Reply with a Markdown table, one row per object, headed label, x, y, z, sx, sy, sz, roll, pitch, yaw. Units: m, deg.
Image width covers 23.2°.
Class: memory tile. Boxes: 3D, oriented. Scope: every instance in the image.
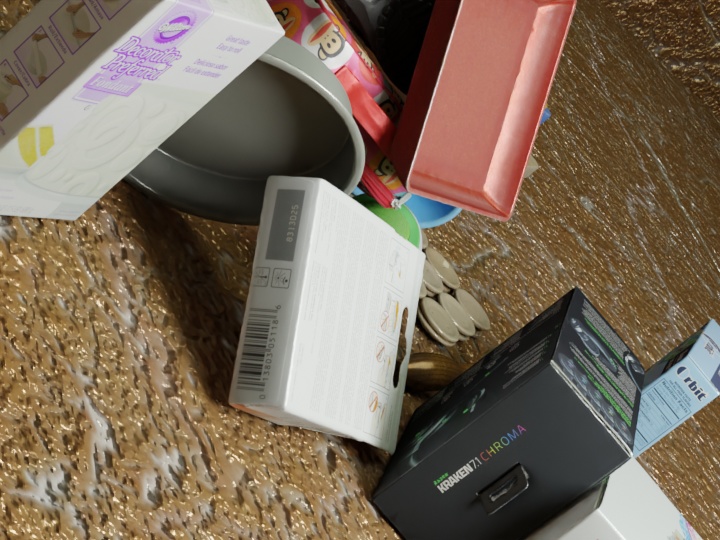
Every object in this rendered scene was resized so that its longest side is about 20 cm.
| label | x | y | z | sx | sy | sz | roll | pitch | yaw |
| --- | --- | --- | --- | --- | --- | --- | --- | --- | --- |
| memory tile | 0.041 | -0.015 | 1.631 | 0.200 | 0.017 | 0.153 | 53 | 19 | 8 |

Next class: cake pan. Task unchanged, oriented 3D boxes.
| label | x | y | z | sx | sy | sz | roll | pitch | yaw |
| --- | --- | --- | --- | --- | --- | --- | --- | --- | --- |
| cake pan | -0.093 | -0.104 | 1.223 | 0.200 | 0.200 | 0.037 | 38 | 48 | -32 |

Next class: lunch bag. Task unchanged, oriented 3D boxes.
| label | x | y | z | sx | sy | sz | roll | pitch | yaw |
| --- | --- | --- | --- | --- | --- | --- | --- | --- | --- |
| lunch bag | -0.016 | -0.144 | 1.403 | 0.200 | 0.082 | 0.176 | 49 | 2 | -42 |

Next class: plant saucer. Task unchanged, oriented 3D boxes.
| label | x | y | z | sx | sy | sz | roll | pitch | yaw |
| --- | --- | --- | --- | --- | --- | --- | --- | --- | --- |
| plant saucer | 0.094 | -0.149 | 1.391 | 0.037 | 0.200 | 0.200 | 18 | 3 | 29 |

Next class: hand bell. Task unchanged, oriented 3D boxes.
| label | x | y | z | sx | sy | sz | roll | pitch | yaw |
| --- | --- | --- | --- | --- | --- | --- | --- | --- | --- |
| hand bell | 0.098 | 0.090 | 1.496 | 0.200 | 0.104 | 0.104 | 6 | 46 | -47 |

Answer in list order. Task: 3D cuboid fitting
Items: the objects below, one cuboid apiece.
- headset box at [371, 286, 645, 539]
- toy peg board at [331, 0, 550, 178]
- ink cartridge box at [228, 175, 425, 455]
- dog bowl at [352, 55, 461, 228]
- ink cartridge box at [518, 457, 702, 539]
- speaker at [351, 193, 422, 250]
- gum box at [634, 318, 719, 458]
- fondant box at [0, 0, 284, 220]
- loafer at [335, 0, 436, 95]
| label | x | y | z | sx | sy | sz | roll | pitch | yaw |
| --- | --- | --- | --- | --- | --- | --- | --- | --- | --- |
| headset box | 0.114 | 0.122 | 1.300 | 0.093 | 0.174 | 0.200 | 49 | 18 | -4 |
| toy peg board | 0.098 | -0.191 | 1.570 | 0.200 | 0.098 | 0.199 | 55 | 20 | 12 |
| ink cartridge box | -0.019 | 0.036 | 1.243 | 0.200 | 0.050 | 0.162 | 35 | 62 | -64 |
| dog bowl | 0.023 | -0.111 | 1.589 | 0.200 | 0.111 | 0.050 | 39 | 35 | -30 |
| ink cartridge box | 0.186 | 0.256 | 1.259 | 0.200 | 0.145 | 0.145 | 49 | 19 | -1 |
| speaker | 0.000 | 0.000 | 1.408 | 0.088 | 0.088 | 0.200 | 47 | 19 | -9 |
| gum box | 0.226 | 0.130 | 1.495 | 0.045 | 0.200 | 0.170 | 52 | 20 | 5 |
| fondant box | -0.163 | -0.114 | 1.076 | 0.058 | 0.200 | 0.144 | 56 | 20 | 16 |
| loafer | 0.018 | -0.220 | 1.390 | 0.200 | 0.073 | 0.071 | 53 | 2 | -30 |
